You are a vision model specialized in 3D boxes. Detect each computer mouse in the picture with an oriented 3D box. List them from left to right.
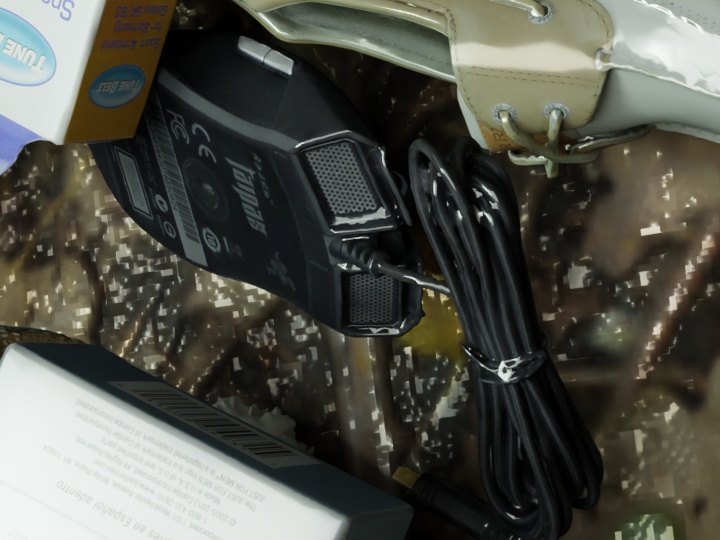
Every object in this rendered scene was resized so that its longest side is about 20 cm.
[{"bbox_3d":[0.000,0.000,0.781,0.200,0.046,0.141,21,138,50],"label":"computer mouse"}]

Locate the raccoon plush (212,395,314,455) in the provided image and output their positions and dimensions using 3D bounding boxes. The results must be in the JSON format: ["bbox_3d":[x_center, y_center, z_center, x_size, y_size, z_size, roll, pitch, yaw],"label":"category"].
[{"bbox_3d":[-0.001,0.147,0.790,0.134,0.097,0.200,-66,34,28],"label":"raccoon plush"}]

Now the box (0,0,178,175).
[{"bbox_3d":[-0.094,-0.128,0.761,0.119,0.041,0.200,28,111,26],"label":"box"}]

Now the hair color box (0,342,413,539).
[{"bbox_3d":[-0.077,0.129,0.702,0.099,0.061,0.200,26,95,16],"label":"hair color box"}]

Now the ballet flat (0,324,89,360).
[{"bbox_3d":[-0.075,0.109,0.772,0.070,0.065,0.200,-13,90,58],"label":"ballet flat"}]

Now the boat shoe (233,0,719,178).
[{"bbox_3d":[0.053,-0.059,0.729,0.200,0.075,0.068,29,82,28],"label":"boat shoe"}]
